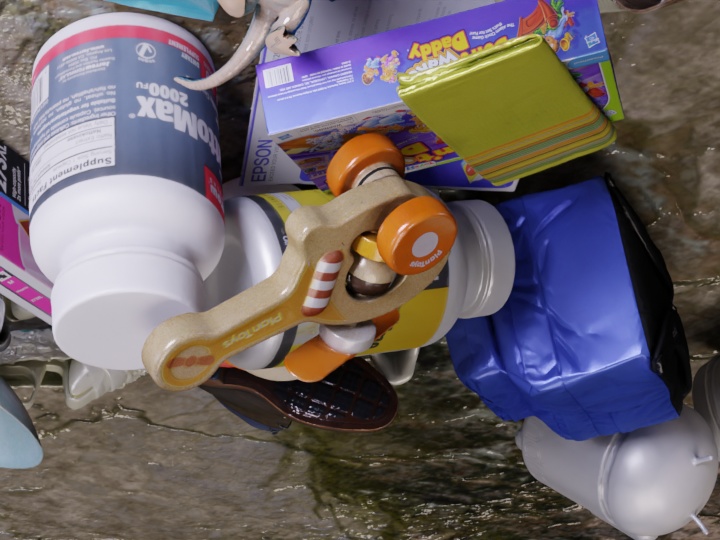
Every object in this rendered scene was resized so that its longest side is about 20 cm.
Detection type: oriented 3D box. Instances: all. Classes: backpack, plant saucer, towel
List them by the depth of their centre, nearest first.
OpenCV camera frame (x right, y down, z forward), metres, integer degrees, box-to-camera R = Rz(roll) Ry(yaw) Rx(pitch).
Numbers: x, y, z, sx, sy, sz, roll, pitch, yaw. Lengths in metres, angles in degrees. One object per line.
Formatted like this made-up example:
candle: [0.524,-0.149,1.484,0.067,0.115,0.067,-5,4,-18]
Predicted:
towel: [0.088,-0.092,0.996,0.086,0.018,0.200,-20,163,15]
plant saucer: [-0.315,0.081,1.253,0.200,0.039,0.201,18,154,9]
backpack: [0.156,0.037,1.287,0.167,0.164,0.200,-13,159,19]

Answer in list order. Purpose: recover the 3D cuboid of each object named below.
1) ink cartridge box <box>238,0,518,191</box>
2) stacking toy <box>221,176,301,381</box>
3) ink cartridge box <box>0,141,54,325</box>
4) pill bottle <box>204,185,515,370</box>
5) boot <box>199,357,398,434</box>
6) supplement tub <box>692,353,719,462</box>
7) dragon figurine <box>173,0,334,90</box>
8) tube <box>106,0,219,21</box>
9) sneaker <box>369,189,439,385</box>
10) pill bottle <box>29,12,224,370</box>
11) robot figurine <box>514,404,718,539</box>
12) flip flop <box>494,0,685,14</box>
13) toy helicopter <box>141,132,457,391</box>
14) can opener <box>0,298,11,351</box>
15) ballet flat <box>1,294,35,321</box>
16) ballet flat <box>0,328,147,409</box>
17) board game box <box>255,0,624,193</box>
ink cartridge box: [0.027,-0.126,1.115,0.199,0.044,0.199,0,145,-12]
stacking toy: [-0.116,0.023,1.265,0.146,0.147,0.199,23,152,-37]
ink cartridge box: [-0.231,-0.027,1.173,0.037,0.095,0.200,-24,143,24]
pill bottle: [0.000,0.000,1.146,0.199,0.113,0.112,-7,151,-31]
boot: [-0.055,0.090,1.372,0.199,0.075,0.097,18,163,18]
supplement tub: [0.386,0.086,1.408,0.140,0.141,0.200,20,138,-35]
dragon figurine: [-0.033,-0.176,0.973,0.059,0.100,0.200,33,134,-3]
tube: [-0.085,-0.207,0.979,0.077,0.051,0.200,12,148,-22]
sneaker: [0.027,0.004,1.280,0.076,0.081,0.200,-5,145,1]
pill bottle: [-0.143,-0.047,1.063,0.119,0.201,0.120,-5,147,-3]
robot figurine: [0.213,0.147,1.424,0.113,0.200,0.170,-32,126,-27]
flip flop: [0.175,-0.186,1.009,0.199,0.058,0.081,-14,122,-3]
toy helicopter: [-0.035,0.018,1.012,0.199,0.079,0.133,-27,142,-14]
can opener: [-0.336,0.011,1.190,0.199,0.054,0.067,24,161,4]
ballet flat: [-0.253,-0.004,1.230,0.068,0.068,0.200,-24,143,23]
ballet flat: [-0.248,0.080,1.361,0.199,0.072,0.072,1,146,-12]
board game box: [0.052,-0.106,1.034,0.199,0.045,0.134,-13,166,10]
